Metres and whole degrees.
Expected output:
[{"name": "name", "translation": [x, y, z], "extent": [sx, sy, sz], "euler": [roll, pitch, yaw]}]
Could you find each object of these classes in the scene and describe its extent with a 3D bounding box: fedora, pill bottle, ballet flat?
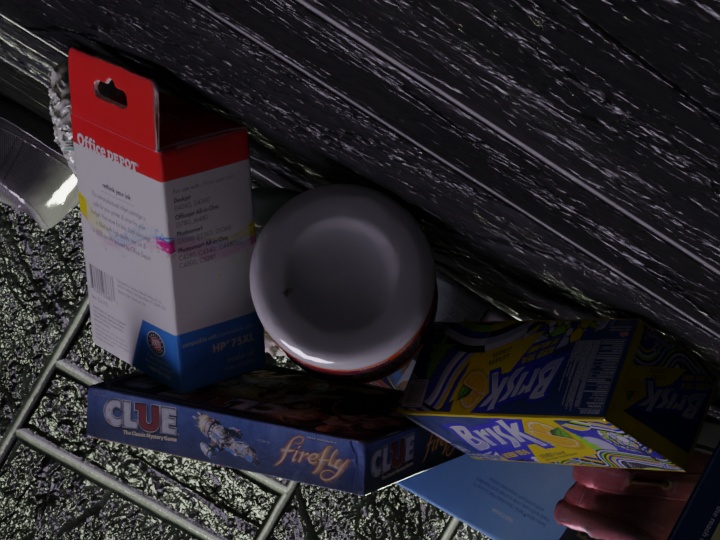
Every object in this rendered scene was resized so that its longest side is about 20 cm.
[{"name": "fedora", "translation": [-0.332, -0.100, 2.567], "extent": [0.177, 0.090, 0.200], "euler": [30, 176, 2]}, {"name": "pill bottle", "translation": [-0.007, 0.013, 1.563], "extent": [0.109, 0.110, 0.200], "euler": [29, 176, 6]}, {"name": "ballet flat", "translation": [-0.177, -0.108, 1.712], "extent": [0.072, 0.072, 0.200], "euler": [30, 174, 0]}]

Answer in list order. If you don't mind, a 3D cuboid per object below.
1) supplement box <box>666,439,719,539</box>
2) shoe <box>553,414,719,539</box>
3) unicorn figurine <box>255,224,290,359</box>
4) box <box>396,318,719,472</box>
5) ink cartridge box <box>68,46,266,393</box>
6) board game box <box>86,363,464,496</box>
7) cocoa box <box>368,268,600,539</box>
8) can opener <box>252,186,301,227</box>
[{"name": "supplement box", "translation": [0.255, 0.204, 1.417], "extent": [0.199, 0.200, 0.134], "euler": [28, 177, 9]}, {"name": "shoe", "translation": [0.192, 0.131, 1.567], "extent": [0.071, 0.091, 0.200], "euler": [22, -177, 41]}, {"name": "unicorn figurine", "translation": [-0.060, 0.020, 1.846], "extent": [0.137, 0.074, 0.200], "euler": [9, -153, -48]}, {"name": "box", "translation": [0.111, 0.071, 1.469], "extent": [0.070, 0.064, 0.200], "euler": [32, 162, -29]}, {"name": "ink cartridge box", "translation": [-0.121, -0.039, 1.587], "extent": [0.067, 0.200, 0.116], "euler": [-16, -156, -31]}, {"name": "board game box", "translation": [-0.051, 0.093, 1.590], "extent": [0.200, 0.035, 0.135], "euler": [10, -168, 27]}, {"name": "cocoa box", "translation": [0.099, 0.107, 1.722], "extent": [0.200, 0.131, 0.133], "euler": [32, -178, -27]}, {"name": "can opener", "translation": [0.000, 0.000, 1.771], "extent": [0.200, 0.067, 0.053], "euler": [22, -177, -36]}]
